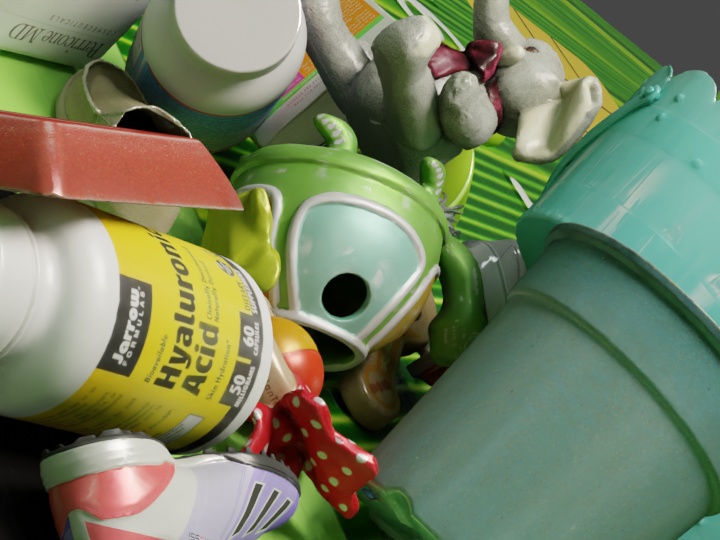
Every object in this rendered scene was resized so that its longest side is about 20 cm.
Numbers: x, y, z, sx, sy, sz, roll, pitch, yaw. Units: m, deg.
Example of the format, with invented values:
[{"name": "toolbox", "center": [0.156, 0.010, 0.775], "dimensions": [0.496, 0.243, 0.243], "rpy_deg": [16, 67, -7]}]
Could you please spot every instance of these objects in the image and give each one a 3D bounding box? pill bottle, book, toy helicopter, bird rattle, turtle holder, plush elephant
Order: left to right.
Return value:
[{"name": "pill bottle", "center": [-0.142, 0.024, 1.065], "dimensions": [0.200, 0.111, 0.111], "rpy_deg": [21, 31, -54]}, {"name": "pill bottle", "center": [-0.095, -0.148, 1.433], "dimensions": [0.109, 0.109, 0.200], "rpy_deg": [46, -14, -2]}, {"name": "bird rattle", "center": [-0.049, 0.056, 1.251], "dimensions": [0.200, 0.113, 0.163], "rpy_deg": [54, 2, 14]}, {"name": "book", "center": [-0.050, -0.162, 1.601], "dimensions": [0.048, 0.133, 0.200], "rpy_deg": [56, -3, -36]}, {"name": "turtle holder", "center": [-0.011, 0.000, 1.402], "dimensions": [0.185, 0.141, 0.132], "rpy_deg": [41, 52, -43]}, {"name": "toy helicopter", "center": [0.020, 0.050, 1.502], "dimensions": [0.132, 0.079, 0.200], "rpy_deg": [50, 25, -21]}, {"name": "plush elephant", "center": [0.073, -0.129, 1.457], "dimensions": [0.165, 0.155, 0.200], "rpy_deg": [23, -38, 59]}]

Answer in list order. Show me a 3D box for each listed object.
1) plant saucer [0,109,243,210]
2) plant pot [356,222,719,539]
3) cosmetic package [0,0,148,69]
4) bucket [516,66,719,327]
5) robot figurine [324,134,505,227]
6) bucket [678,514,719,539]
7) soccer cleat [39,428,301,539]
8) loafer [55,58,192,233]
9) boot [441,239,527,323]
[{"name": "plant saucer", "center": [-0.185, -0.063, 1.082], "dimensions": [0.200, 0.037, 0.200], "rpy_deg": [10, 4, 22]}, {"name": "plant pot", "center": [0.113, 0.111, 1.263], "dimensions": [0.200, 0.196, 0.200], "rpy_deg": [45, -12, 13]}, {"name": "cosmetic package", "center": [-0.201, -0.265, 1.424], "dimensions": [0.165, 0.200, 0.165], "rpy_deg": [51, 17, 18]}, {"name": "bucket", "center": [0.206, -0.011, 1.374], "dimensions": [0.207, 0.135, 0.207], "rpy_deg": [46, -13, 14]}, {"name": "robot figurine", "center": [0.026, -0.076, 1.628], "dimensions": [0.200, 0.175, 0.116], "rpy_deg": [89, -24, -77]}, {"name": "bucket", "center": [0.253, 0.199, 1.536], "dimensions": [0.207, 0.135, 0.207], "rpy_deg": [51, 10, -12]}, {"name": "soccer cleat", "center": [-0.089, 0.126, 1.067], "dimensions": [0.200, 0.068, 0.073], "rpy_deg": [21, 54, -63]}, {"name": "loafer", "center": [-0.143, -0.079, 1.367], "dimensions": [0.076, 0.068, 0.200], "rpy_deg": [35, 20, -33]}, {"name": "boot", "center": [0.119, 0.075, 1.480], "dimensions": [0.095, 0.074, 0.201], "rpy_deg": [-5, 87, -31]}]
